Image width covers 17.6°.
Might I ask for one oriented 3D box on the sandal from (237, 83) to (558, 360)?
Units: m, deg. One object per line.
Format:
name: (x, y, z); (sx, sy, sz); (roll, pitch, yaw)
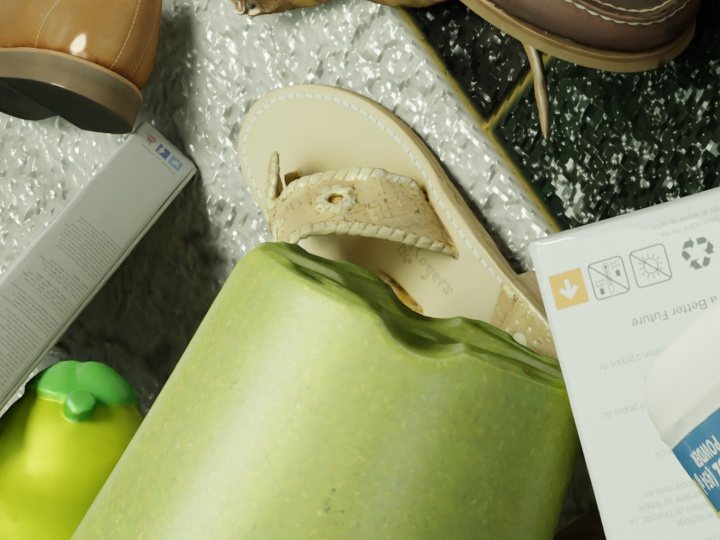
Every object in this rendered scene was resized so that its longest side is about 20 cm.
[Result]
sandal: (0.002, -0.005, 0.897); (0.212, 0.070, 0.078); (42, 123, 30)

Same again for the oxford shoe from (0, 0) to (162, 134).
oxford shoe: (-0.156, -0.110, 1.046); (0.200, 0.071, 0.071); (13, 77, 43)

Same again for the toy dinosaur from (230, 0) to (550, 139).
toy dinosaur: (0.019, -0.122, 0.882); (0.200, 0.060, 0.106); (17, 122, 51)

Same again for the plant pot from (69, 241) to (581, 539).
plant pot: (-0.014, 0.097, 0.805); (0.200, 0.200, 0.184); (27, 96, 37)

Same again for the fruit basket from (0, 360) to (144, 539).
fruit basket: (-0.132, 0.127, 0.953); (0.155, 0.216, 0.216); (6, 101, 43)

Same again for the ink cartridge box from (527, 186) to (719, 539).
ink cartridge box: (0.171, 0.060, 0.721); (0.197, 0.047, 0.200); (-16, 86, 18)

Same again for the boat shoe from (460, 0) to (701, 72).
boat shoe: (0.038, -0.148, 0.813); (0.200, 0.070, 0.070); (39, 154, 17)

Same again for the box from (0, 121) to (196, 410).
box: (-0.156, 0.035, 0.973); (0.036, 0.200, 0.144); (42, 129, -6)

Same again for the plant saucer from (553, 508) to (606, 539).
plant saucer: (0.081, 0.175, 0.821); (0.200, 0.029, 0.200); (-39, 42, 48)

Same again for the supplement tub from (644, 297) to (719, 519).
supplement tub: (0.186, 0.070, 0.618); (0.145, 0.145, 0.200); (-44, 75, 38)
